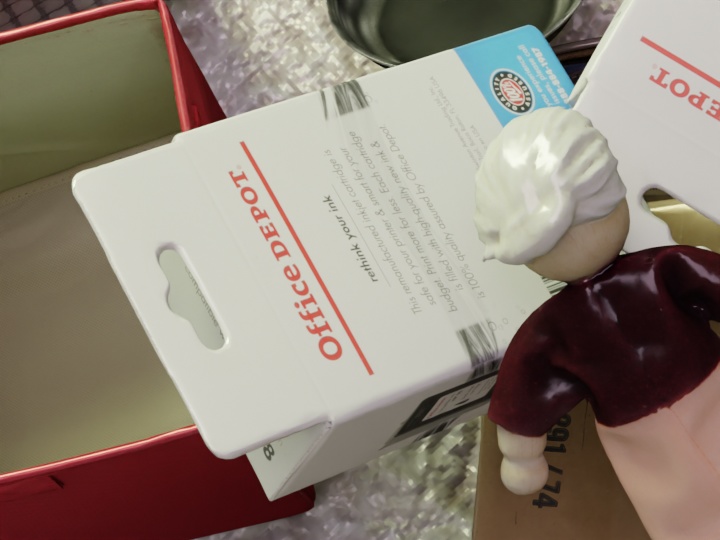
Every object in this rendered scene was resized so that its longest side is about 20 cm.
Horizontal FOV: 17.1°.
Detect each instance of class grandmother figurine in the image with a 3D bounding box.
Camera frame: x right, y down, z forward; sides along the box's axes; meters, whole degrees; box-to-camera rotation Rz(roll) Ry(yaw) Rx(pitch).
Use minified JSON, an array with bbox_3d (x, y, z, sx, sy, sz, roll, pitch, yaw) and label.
[{"bbox_3d":[0.096,0.037,0.789,0.121,0.061,0.200,-29,106,7],"label":"grandmother figurine"}]

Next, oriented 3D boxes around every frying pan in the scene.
[{"bbox_3d":[0.017,-0.135,1.034,0.115,0.031,0.190,-41,50,-22],"label":"frying pan"}]

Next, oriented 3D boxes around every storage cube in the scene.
[{"bbox_3d":[-0.126,0.020,0.958,0.199,0.180,0.171,-14,72,4],"label":"storage cube"}]

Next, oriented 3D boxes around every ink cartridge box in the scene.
[{"bbox_3d":[0.151,-0.082,0.833,0.115,0.068,0.200,31,87,0],"label":"ink cartridge box"},{"bbox_3d":[0.000,0.000,0.837,0.200,0.067,0.116,-19,71,-30],"label":"ink cartridge box"}]

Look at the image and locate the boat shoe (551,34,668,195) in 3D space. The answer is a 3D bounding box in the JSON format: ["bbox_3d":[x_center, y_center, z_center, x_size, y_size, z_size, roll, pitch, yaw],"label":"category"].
[{"bbox_3d":[0.127,-0.070,1.008,0.199,0.060,0.072,-10,72,6],"label":"boat shoe"}]

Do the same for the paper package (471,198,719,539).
[{"bbox_3d":[0.142,0.076,0.915,0.190,0.103,0.201,-6,72,29],"label":"paper package"}]

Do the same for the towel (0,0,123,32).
[{"bbox_3d":[-0.168,-0.145,1.002,0.165,0.200,0.086,-32,71,-3],"label":"towel"}]
